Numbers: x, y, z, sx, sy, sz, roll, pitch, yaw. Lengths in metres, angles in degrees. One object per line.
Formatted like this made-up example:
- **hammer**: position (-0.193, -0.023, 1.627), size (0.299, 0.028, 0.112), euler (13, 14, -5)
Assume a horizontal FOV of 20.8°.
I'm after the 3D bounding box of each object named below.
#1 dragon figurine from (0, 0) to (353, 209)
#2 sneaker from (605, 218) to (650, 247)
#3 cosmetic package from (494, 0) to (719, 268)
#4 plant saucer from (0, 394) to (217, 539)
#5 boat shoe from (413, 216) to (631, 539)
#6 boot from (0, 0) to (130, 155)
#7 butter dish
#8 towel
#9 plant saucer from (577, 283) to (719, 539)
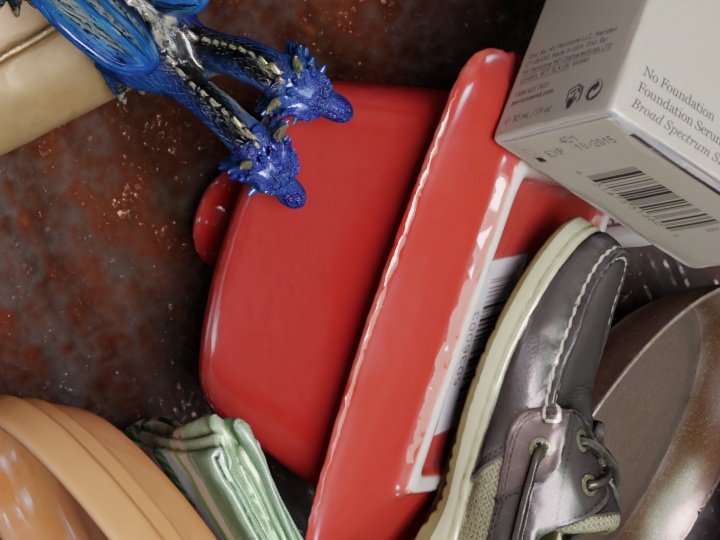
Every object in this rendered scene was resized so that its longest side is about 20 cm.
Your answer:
- **dragon figurine**: position (-0.088, -0.101, 0.686), size (0.200, 0.099, 0.059), euler (42, 80, -23)
- **sneaker**: position (0.192, -0.039, 0.833), size (0.118, 0.200, 0.074), euler (27, 56, -33)
- **cosmetic package**: position (0.135, -0.113, 0.702), size (0.105, 0.071, 0.201), euler (28, 72, -25)
- **plant saucer**: position (-0.081, 0.128, 0.747), size (0.037, 0.200, 0.201), euler (-34, 112, -22)
- **boat shoe**: position (0.066, 0.083, 0.729), size (0.202, 0.066, 0.072), euler (-68, 158, 0)
- **boot**: position (-0.153, -0.043, 0.750), size (0.199, 0.066, 0.176), euler (-31, 112, -14)
- **butter dish**: position (0.000, 0.000, 0.786), size (0.199, 0.147, 0.201), euler (5, 105, -67)
- **towel**: position (-0.037, 0.120, 0.742), size (0.023, 0.200, 0.153), euler (-30, 95, -16)
- **plant saucer**: position (0.110, 0.089, 0.855), size (0.200, 0.032, 0.201), euler (-38, 144, -34)
